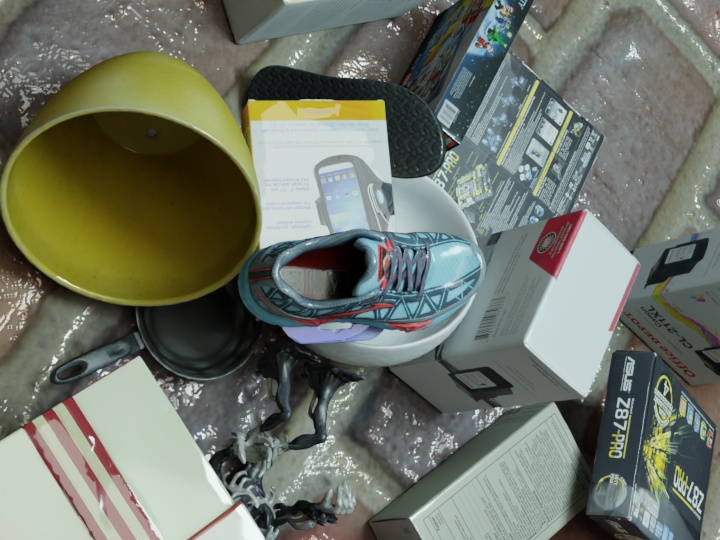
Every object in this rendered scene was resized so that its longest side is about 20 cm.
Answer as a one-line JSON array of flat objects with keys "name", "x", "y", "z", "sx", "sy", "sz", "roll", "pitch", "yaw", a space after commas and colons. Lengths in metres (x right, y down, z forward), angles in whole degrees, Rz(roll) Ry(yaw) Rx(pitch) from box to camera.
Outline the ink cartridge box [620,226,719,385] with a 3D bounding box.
[{"name": "ink cartridge box", "x": 0.371, "y": 0.036, "z": 1.325, "sx": 0.146, "sy": 0.200, "sz": 0.083, "roll": 41, "pitch": 64, "yaw": -17}]

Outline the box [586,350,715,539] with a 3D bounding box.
[{"name": "box", "x": 0.284, "y": 0.190, "z": 1.270, "sx": 0.200, "sy": 0.049, "sz": 0.162, "roll": 43, "pitch": 57, "yaw": -49}]

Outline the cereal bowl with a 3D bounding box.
[{"name": "cereal bowl", "x": 0.000, "y": 0.000, "z": 1.159, "sx": 0.198, "sy": 0.083, "sz": 0.202, "roll": 8, "pitch": 58, "yaw": -13}]

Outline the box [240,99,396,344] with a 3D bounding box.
[{"name": "box", "x": -0.031, "y": -0.039, "z": 1.076, "sx": 0.118, "sy": 0.041, "sz": 0.202, "roll": -1, "pitch": 80, "yaw": -16}]

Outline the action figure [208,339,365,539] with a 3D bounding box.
[{"name": "action figure", "x": -0.069, "y": 0.163, "z": 1.081, "sx": 0.118, "sy": 0.102, "sz": 0.201, "roll": 31, "pitch": 71, "yaw": -33}]

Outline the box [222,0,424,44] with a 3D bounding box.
[{"name": "box", "x": -0.032, "y": -0.311, "z": 1.213, "sx": 0.199, "sy": 0.106, "sz": 0.153, "roll": -17, "pitch": 88, "yaw": -33}]

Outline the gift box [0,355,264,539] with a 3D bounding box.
[{"name": "gift box", "x": -0.204, "y": 0.204, "z": 0.954, "sx": 0.199, "sy": 0.184, "sz": 0.187, "roll": -34, "pitch": 88, "yaw": -25}]

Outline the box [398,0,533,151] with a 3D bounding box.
[{"name": "box", "x": 0.083, "y": -0.184, "z": 1.236, "sx": 0.038, "sy": 0.136, "sz": 0.201, "roll": 37, "pitch": 63, "yaw": -17}]

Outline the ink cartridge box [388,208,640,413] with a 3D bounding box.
[{"name": "ink cartridge box", "x": 0.133, "y": 0.041, "z": 1.180, "sx": 0.083, "sy": 0.199, "sz": 0.146, "roll": 39, "pitch": 62, "yaw": -22}]

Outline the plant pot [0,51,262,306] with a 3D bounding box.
[{"name": "plant pot", "x": -0.174, "y": -0.091, "z": 1.047, "sx": 0.199, "sy": 0.200, "sz": 0.143, "roll": 27, "pitch": 38, "yaw": -23}]

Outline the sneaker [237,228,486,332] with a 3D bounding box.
[{"name": "sneaker", "x": 0.011, "y": 0.008, "z": 1.005, "sx": 0.198, "sy": 0.095, "sz": 0.080, "roll": -7, "pitch": 83, "yaw": -16}]

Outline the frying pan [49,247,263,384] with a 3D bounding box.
[{"name": "frying pan", "x": -0.159, "y": 0.062, "z": 1.096, "sx": 0.115, "sy": 0.031, "sz": 0.190, "roll": 46, "pitch": 63, "yaw": -12}]

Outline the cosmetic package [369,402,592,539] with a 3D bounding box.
[{"name": "cosmetic package", "x": 0.117, "y": 0.216, "z": 1.204, "sx": 0.199, "sy": 0.073, "sz": 0.104, "roll": -31, "pitch": 96, "yaw": -32}]

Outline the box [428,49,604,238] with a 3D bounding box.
[{"name": "box", "x": 0.144, "y": -0.102, "z": 1.308, "sx": 0.161, "sy": 0.049, "sz": 0.201, "roll": 38, "pitch": 62, "yaw": -21}]

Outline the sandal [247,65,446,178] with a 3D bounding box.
[{"name": "sandal", "x": -0.006, "y": -0.136, "z": 1.162, "sx": 0.048, "sy": 0.199, "sz": 0.076, "roll": 9, "pitch": 102, "yaw": -65}]
